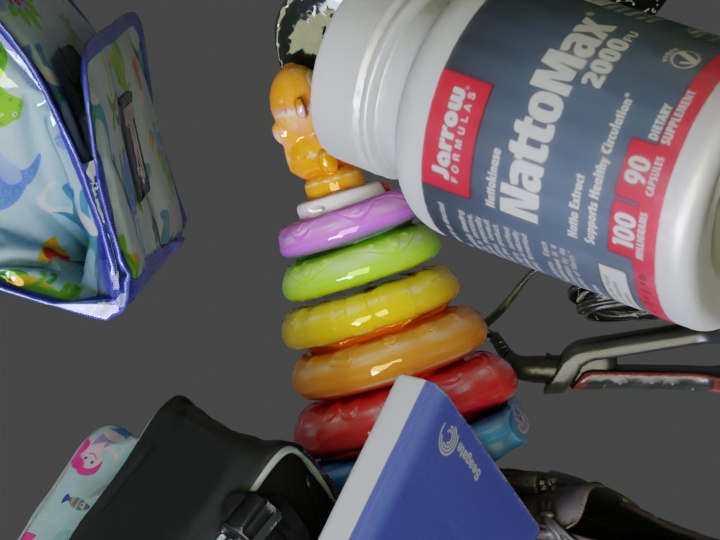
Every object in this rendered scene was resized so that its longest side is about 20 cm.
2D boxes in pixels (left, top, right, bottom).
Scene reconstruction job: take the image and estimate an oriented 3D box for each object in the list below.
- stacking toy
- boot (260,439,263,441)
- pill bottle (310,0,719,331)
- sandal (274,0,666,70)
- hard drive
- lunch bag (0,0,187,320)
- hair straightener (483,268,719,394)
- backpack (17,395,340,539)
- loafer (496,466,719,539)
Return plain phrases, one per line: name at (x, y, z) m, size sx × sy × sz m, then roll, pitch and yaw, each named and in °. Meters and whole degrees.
stacking toy at (0.000, 0.000, 1.377) m, size 0.109 × 0.116 × 0.201 m, roll -17°, pitch 92°, yaw 8°
boot at (-0.060, 0.198, 1.436) m, size 0.200 × 0.074 × 0.155 m, roll -41°, pitch 100°, yaw 14°
pill bottle at (0.083, -0.060, 1.284) m, size 0.199 × 0.119 × 0.120 m, roll 21°, pitch 104°, yaw 29°
sandal at (0.057, -0.120, 1.372) m, size 0.199 × 0.048 × 0.076 m, roll -18°, pitch 99°, yaw 9°
hard drive at (0.007, 0.163, 1.271) m, size 0.025 × 0.132 × 0.201 m, roll 12°, pitch 63°, yaw 33°
lunch bag at (-0.161, -0.069, 1.339) m, size 0.127 × 0.170 × 0.200 m, roll -41°, pitch 95°, yaw 11°
hair straightener at (0.152, 0.019, 1.403) m, size 0.198 × 0.041 × 0.078 m, roll 1°, pitch 101°, yaw 9°
backpack at (-0.070, 0.174, 1.308) m, size 0.178 × 0.150 × 0.200 m, roll -57°, pitch 135°, yaw -21°
loafer at (0.119, 0.123, 1.381) m, size 0.199 × 0.072 × 0.063 m, roll 25°, pitch 121°, yaw 24°
